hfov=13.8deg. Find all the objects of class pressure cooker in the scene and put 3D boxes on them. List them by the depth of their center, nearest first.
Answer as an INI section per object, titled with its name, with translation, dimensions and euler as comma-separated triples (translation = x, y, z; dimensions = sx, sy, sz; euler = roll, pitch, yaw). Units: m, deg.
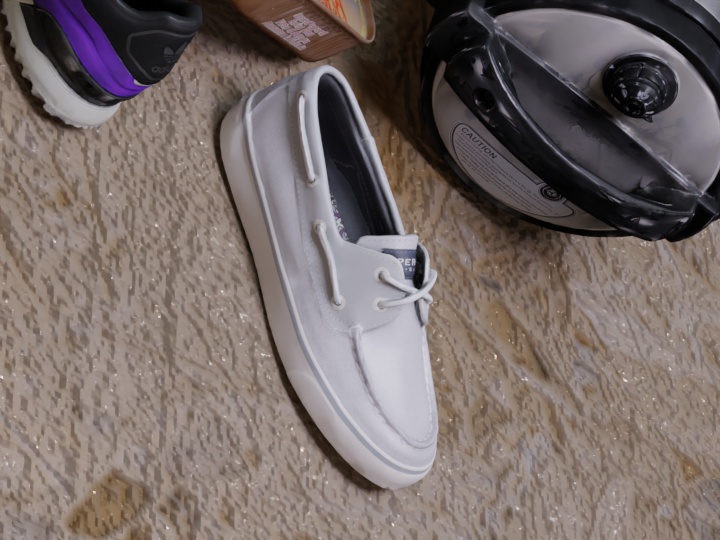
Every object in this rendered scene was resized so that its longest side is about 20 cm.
[pressure cooker]
translation = 0.120, -0.117, 1.500
dimensions = 0.179, 0.176, 0.200
euler = 84, 18, -46

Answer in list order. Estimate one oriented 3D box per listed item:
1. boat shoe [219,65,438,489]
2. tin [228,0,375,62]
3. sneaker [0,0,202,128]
[boat shoe]
translation = 0.000, 0.000, 1.380
dimensions = 0.072, 0.068, 0.200
euler = 2, 65, -49
[tin]
translation = -0.043, -0.162, 1.402
dimensions = 0.112, 0.042, 0.200
euler = 67, 11, 15
[sneaker]
translation = -0.128, -0.173, 1.316
dimensions = 0.070, 0.099, 0.200
euler = -23, 86, -55
